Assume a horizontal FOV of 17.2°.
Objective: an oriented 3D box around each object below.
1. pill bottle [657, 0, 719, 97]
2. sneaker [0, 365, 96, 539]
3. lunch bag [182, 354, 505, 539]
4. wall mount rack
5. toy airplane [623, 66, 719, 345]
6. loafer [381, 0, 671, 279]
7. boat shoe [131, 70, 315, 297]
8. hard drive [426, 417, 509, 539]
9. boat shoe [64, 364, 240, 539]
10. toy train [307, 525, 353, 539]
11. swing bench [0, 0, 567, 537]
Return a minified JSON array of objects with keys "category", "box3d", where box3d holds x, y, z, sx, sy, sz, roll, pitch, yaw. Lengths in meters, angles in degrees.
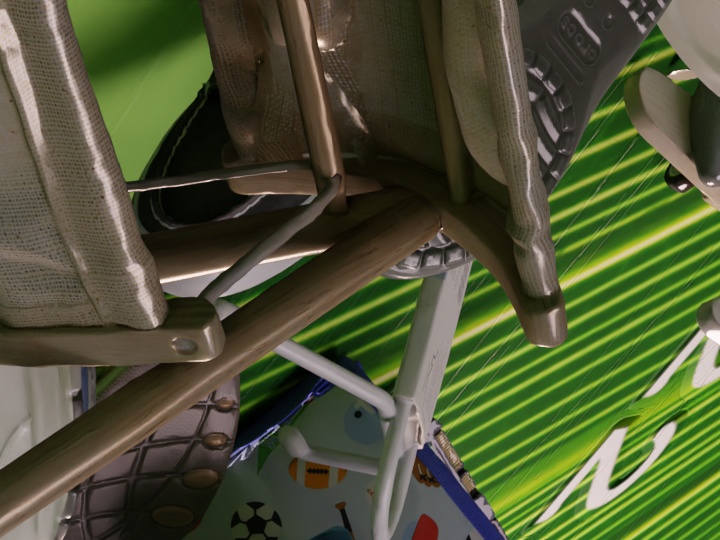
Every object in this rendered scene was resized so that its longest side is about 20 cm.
[{"category":"pill bottle","box3d":[0.226,-0.165,1.046,0.200,0.113,0.113,-39,158,-9]},{"category":"sneaker","box3d":[-0.128,0.003,0.743,0.087,0.075,0.200,-6,114,-3]},{"category":"lunch bag","box3d":[-0.009,0.166,1.168,0.170,0.200,0.124,-40,-170,-8]},{"category":"wall mount rack","box3d":[0.000,0.000,0.952,0.174,0.074,0.200,78,25,-68]},{"category":"toy airplane","box3d":[0.233,-0.026,1.196,0.141,0.199,0.200,-42,159,27]},{"category":"loafer","box3d":[0.051,-0.076,0.921,0.200,0.070,0.075,-48,121,-22]},{"category":"boat shoe","box3d":[-0.020,-0.072,0.827,0.200,0.069,0.057,-53,151,-37]},{"category":"hard drive","box3d":[-0.018,0.175,1.266,0.200,0.038,0.140,-38,124,-10]},{"category":"boat shoe","box3d":[-0.117,0.098,1.008,0.076,0.072,0.200,23,111,-27]},{"category":"toy train","box3d":[-0.033,0.159,1.013,0.114,0.087,0.200,-28,174,-21]},{"category":"swing bench","box3d":[-0.065,-0.056,0.598,0.200,0.130,0.199,-22,132,-12]}]
